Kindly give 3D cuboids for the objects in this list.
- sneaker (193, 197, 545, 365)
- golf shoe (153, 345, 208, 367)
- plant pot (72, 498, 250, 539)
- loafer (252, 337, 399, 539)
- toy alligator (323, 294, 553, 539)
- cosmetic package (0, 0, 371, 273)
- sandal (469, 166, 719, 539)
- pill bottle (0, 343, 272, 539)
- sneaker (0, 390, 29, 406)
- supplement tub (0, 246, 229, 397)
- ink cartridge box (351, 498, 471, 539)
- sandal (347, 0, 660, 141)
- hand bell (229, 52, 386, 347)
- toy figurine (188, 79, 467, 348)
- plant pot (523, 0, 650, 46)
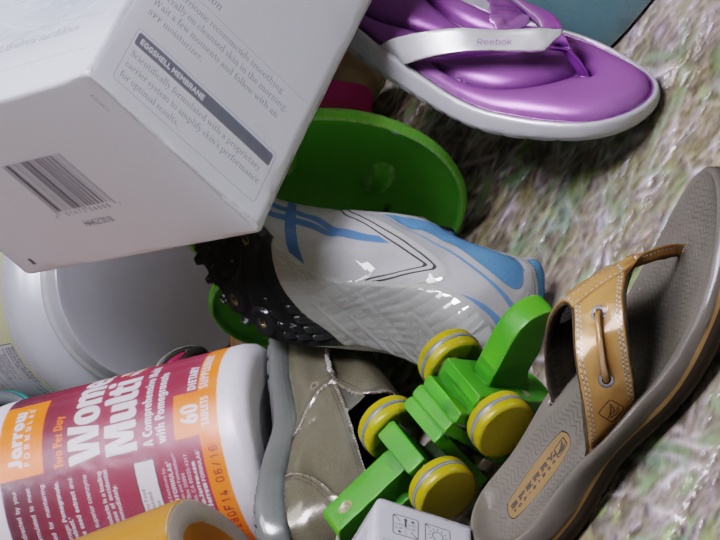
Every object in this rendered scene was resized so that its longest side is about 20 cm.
[{"bbox_3d":[0.000,0.000,1.323,0.199,0.072,0.072,18,37,32],"label":"sneaker"},{"bbox_3d":[-0.106,0.137,1.454,0.088,0.077,0.201,13,78,51],"label":"golf shoe"},{"bbox_3d":[-0.123,0.207,1.275,0.183,0.200,0.201,-34,30,16],"label":"plant pot"},{"bbox_3d":[-0.005,0.079,1.338,0.069,0.075,0.201,-14,38,15],"label":"loafer"},{"bbox_3d":[0.027,0.095,1.238,0.200,0.054,0.059,-49,46,8],"label":"toy alligator"},{"bbox_3d":[-0.108,-0.122,1.331,0.199,0.123,0.201,-10,46,49],"label":"cosmetic package"},{"bbox_3d":[0.099,0.040,1.167,0.200,0.054,0.082,-54,22,15],"label":"sandal"},{"bbox_3d":[-0.130,0.111,1.380,0.199,0.110,0.110,-14,40,15],"label":"pill bottle"},{"bbox_3d":[-0.217,0.138,1.617,0.200,0.120,0.084,-41,29,38],"label":"sneaker"},{"bbox_3d":[-0.164,0.014,1.629,0.200,0.145,0.146,-12,51,60],"label":"supplement tub"},{"bbox_3d":[0.006,0.205,1.138,0.201,0.050,0.109,-90,23,-50],"label":"ink cartridge box"},{"bbox_3d":[0.052,-0.116,1.323,0.202,0.050,0.082,24,48,30],"label":"sandal"},{"bbox_3d":[-0.050,-0.026,1.546,0.104,0.104,0.201,-22,54,55],"label":"hand bell"},{"bbox_3d":[-0.028,-0.088,1.454,0.200,0.149,0.185,109,163,-51],"label":"toy figurine"},{"bbox_3d":[0.075,-0.209,1.420,0.200,0.134,0.201,-46,26,30],"label":"plant pot"}]
